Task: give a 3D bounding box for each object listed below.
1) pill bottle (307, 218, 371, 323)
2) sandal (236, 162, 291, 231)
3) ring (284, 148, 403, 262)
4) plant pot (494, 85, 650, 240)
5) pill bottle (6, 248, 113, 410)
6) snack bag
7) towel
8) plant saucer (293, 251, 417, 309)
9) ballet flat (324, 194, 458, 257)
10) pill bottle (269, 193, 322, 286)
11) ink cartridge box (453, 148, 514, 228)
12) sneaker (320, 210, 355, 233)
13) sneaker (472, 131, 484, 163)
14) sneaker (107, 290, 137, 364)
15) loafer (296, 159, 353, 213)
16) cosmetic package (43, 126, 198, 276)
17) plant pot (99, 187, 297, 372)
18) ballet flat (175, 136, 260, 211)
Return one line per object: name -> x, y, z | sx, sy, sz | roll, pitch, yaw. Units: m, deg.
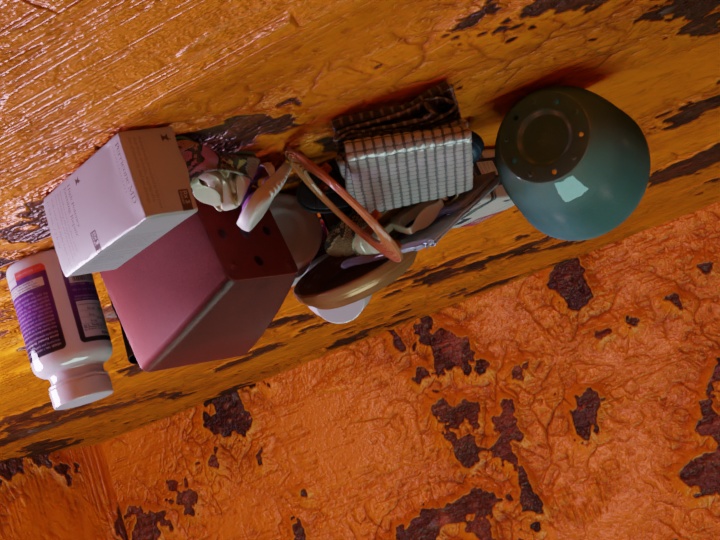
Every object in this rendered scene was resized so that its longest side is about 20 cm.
pill bottle -> -0.039, 0.003, 1.993 | 0.112, 0.113, 0.200 | -19, -154, 4
sandal -> -0.127, -0.103, 1.594 | 0.083, 0.050, 0.203 | -55, -175, 10
ring -> -0.017, -0.085, 1.600 | 0.019, 0.200, 0.200 | -46, 172, -6
plant pot -> 0.270, -0.156, 1.711 | 0.200, 0.202, 0.161 | -22, 159, 21
pill bottle -> -0.398, 0.080, 1.723 | 0.111, 0.201, 0.111 | -17, 171, -3
snack bag -> 0.079, -0.069, 1.786 | 0.188, 0.021, 0.200 | -14, -159, 44
towel -> 0.054, -0.149, 1.596 | 0.164, 0.086, 0.200 | -11, 161, 3
plant saucer -> 0.000, 0.000, 1.811 | 0.199, 0.038, 0.200 | -25, -165, 7
ballet flat -> 0.045, -0.068, 1.715 | 0.199, 0.075, 0.068 | -33, 135, -2
pill bottle -> -0.124, -0.033, 1.874 | 0.113, 0.114, 0.200 | -16, 170, -13
ink cartridge box -> 0.151, -0.123, 1.972 | 0.199, 0.085, 0.144 | -9, 167, -46
sneaker -> -0.017, -0.098, 1.878 | 0.089, 0.067, 0.200 | -26, 171, -1
sneaker -> 0.091, -0.127, 1.788 | 0.070, 0.082, 0.200 | 38, 137, -23
sneaker -> -0.291, 0.082, 1.804 | 0.074, 0.107, 0.200 | -15, 168, 16
loafer -> 0.011, -0.127, 1.736 | 0.199, 0.072, 0.063 | -23, 174, 8
cosmetic package -> -0.267, -0.073, 1.406 | 0.074, 0.102, 0.200 | -12, 168, -40
plant pot -> -0.203, -0.005, 1.685 | 0.176, 0.201, 0.199 | -37, 162, 35
ballet flat -> -0.170, -0.107, 1.485 | 0.069, 0.072, 0.200 | -22, 170, 19
